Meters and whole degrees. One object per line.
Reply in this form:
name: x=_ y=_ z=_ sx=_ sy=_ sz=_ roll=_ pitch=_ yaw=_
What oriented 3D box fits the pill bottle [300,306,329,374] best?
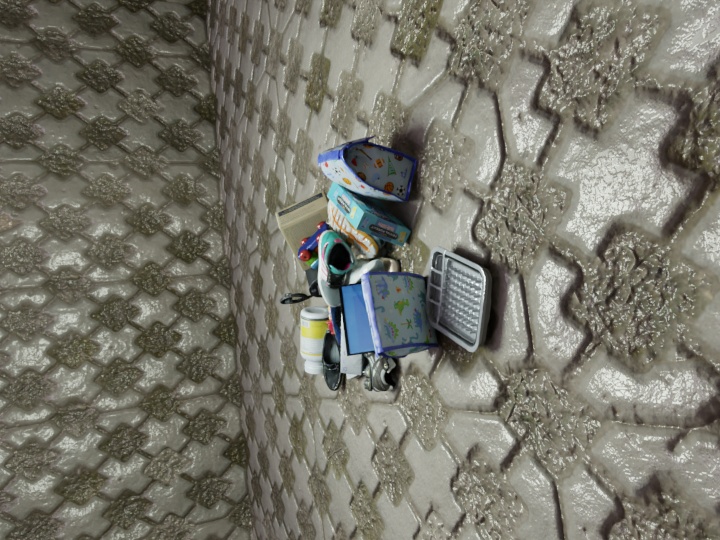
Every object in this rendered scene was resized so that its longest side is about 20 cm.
pill bottle: x=-0.146 y=0.231 z=1.906 sx=0.111 sy=0.108 sz=0.208 roll=-155 pitch=64 yaw=-62

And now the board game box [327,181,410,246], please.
board game box: x=0.017 y=-0.143 z=1.431 sx=0.048 sy=0.147 sz=0.201 roll=-60 pitch=35 yaw=17

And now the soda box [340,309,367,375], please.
soda box: x=-0.014 y=0.170 z=1.542 sx=0.068 sy=0.061 sz=0.209 roll=-19 pitch=-68 yaw=-72

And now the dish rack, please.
dish rack: x=0.204 y=0.053 z=1.176 sx=0.199 sy=0.042 sz=0.179 roll=-146 pitch=57 yaw=-61

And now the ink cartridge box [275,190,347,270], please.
ink cartridge box: x=-0.139 y=-0.114 z=1.690 sx=0.203 sy=0.160 sz=0.076 roll=66 pitch=180 yaw=-48

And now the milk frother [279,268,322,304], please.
milk frother: x=-0.175 y=-0.002 z=1.839 sx=0.183 sy=0.193 sz=0.192 roll=111 pitch=146 yaw=-49

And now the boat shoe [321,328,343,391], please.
boat shoe: x=-0.091 y=0.283 z=1.822 sx=0.066 sy=0.072 sz=0.208 roll=-1 pitch=-85 yaw=-79

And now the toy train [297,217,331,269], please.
toy train: x=-0.075 y=-0.080 z=1.607 sx=0.199 sy=0.115 sz=0.086 roll=-41 pitch=24 yaw=19

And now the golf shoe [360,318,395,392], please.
golf shoe: x=0.053 y=0.219 z=1.507 sx=0.091 sy=0.077 sz=0.208 roll=2 pitch=106 yaw=29

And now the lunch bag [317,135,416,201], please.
lunch bag: x=0.009 y=-0.248 z=1.371 sx=0.169 sy=0.194 sz=0.129 roll=12 pitch=88 yaw=65

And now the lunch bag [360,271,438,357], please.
lunch bag: x=0.073 y=0.099 z=1.270 sx=0.124 sy=0.198 sz=0.176 roll=-21 pitch=73 yaw=27

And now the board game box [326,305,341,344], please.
board game box: x=-0.078 y=0.133 z=1.695 sx=0.200 sy=0.037 sz=0.165 roll=-7 pitch=-92 yaw=-79

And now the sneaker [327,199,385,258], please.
sneaker: x=-0.012 y=-0.119 z=1.517 sx=0.200 sy=0.076 sz=0.079 roll=46 pitch=145 yaw=15

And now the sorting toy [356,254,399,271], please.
sorting toy: x=0.050 y=0.058 z=1.540 sx=0.198 sy=0.035 sz=0.193 roll=11 pitch=103 yaw=61

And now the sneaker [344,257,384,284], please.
sneaker: x=0.000 y=0.000 z=1.519 sx=0.199 sy=0.068 sz=0.083 roll=-35 pitch=61 yaw=59

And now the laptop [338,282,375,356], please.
laptop: x=0.048 y=0.113 z=1.418 sx=0.197 sy=0.101 sz=0.185 roll=-10 pitch=88 yaw=55

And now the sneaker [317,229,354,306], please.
sneaker: x=-0.061 y=0.005 z=1.500 sx=0.120 sy=0.081 sz=0.208 roll=-151 pitch=54 yaw=-68

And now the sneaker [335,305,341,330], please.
sneaker: x=-0.033 y=0.084 z=1.675 sx=0.086 sy=0.075 sz=0.208 roll=49 pitch=-137 yaw=-62

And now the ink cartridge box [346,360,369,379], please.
ink cartridge box: x=0.001 y=0.249 z=1.667 sx=0.200 sy=0.038 sz=0.103 roll=139 pitch=124 yaw=-62
